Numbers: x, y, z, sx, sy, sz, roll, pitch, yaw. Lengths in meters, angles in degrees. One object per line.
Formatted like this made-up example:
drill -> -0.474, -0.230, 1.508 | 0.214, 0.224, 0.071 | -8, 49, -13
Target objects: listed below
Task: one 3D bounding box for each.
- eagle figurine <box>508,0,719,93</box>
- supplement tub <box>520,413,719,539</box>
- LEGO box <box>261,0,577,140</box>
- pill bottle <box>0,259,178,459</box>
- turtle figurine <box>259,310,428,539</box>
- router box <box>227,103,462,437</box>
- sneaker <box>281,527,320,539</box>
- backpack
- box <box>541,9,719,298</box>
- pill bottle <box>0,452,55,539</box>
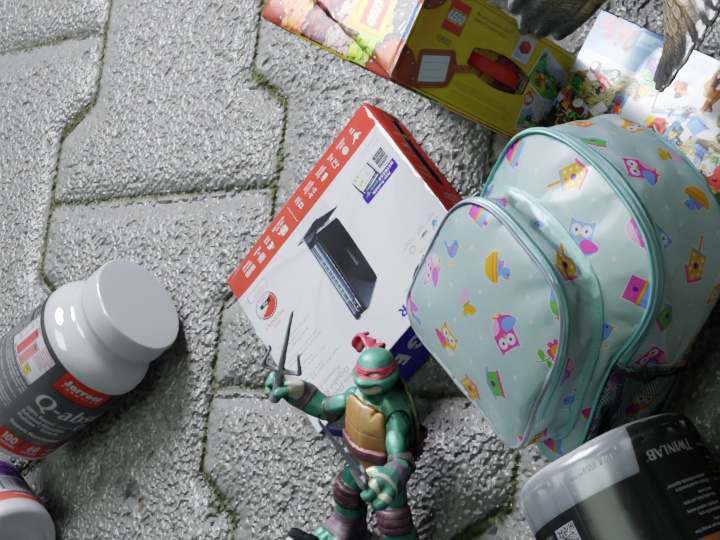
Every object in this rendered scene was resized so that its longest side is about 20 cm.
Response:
eagle figurine -> 0.211, -0.225, 0.896 | 0.152, 0.199, 0.152 | 54, 157, -3
supplement tub -> 0.187, 0.199, 0.811 | 0.122, 0.122, 0.202 | -35, 66, 29
LEGO box -> 0.050, -0.167, 0.987 | 0.148, 0.199, 0.078 | 32, 100, 41
pill bottle -> -0.268, 0.082, 1.255 | 0.199, 0.115, 0.117 | -37, 57, 29
turtle figurine -> 0.002, 0.128, 0.983 | 0.150, 0.100, 0.203 | 39, 140, 53
router box -> 0.000, 0.000, 1.087 | 0.201, 0.049, 0.180 | -51, 51, 19
sneaker -> -0.024, 0.233, 0.966 | 0.100, 0.069, 0.199 | 55, 151, -10
backpack -> 0.133, 0.005, 0.869 | 0.176, 0.152, 0.201 | 52, 130, 35
box -> 0.214, -0.080, 0.928 | 0.199, 0.037, 0.138 | 35, 102, 41
pill bottle -> -0.391, 0.220, 1.329 | 0.200, 0.111, 0.112 | 39, 104, 41
